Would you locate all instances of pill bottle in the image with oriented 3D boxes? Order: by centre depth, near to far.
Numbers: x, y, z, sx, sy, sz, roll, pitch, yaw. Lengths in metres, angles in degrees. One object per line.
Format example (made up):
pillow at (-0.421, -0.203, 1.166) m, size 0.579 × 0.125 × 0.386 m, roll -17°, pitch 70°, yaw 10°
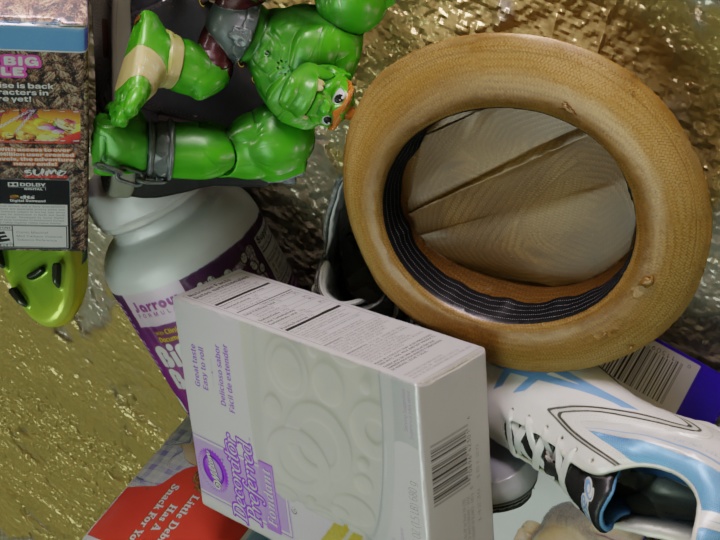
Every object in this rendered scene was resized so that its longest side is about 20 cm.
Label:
pill bottle at (-0.101, 0.013, 0.847) m, size 0.112 × 0.112 × 0.201 m, roll -7°, pitch 120°, yaw 43°

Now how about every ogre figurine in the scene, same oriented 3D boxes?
ogre figurine at (-0.055, -0.122, 0.671) m, size 0.119 × 0.201 × 0.098 m, roll 17°, pitch -170°, yaw -25°

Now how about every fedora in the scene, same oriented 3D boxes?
fedora at (0.088, -0.042, 0.655) m, size 0.199 × 0.082 × 0.202 m, roll 15°, pitch 125°, yaw 23°

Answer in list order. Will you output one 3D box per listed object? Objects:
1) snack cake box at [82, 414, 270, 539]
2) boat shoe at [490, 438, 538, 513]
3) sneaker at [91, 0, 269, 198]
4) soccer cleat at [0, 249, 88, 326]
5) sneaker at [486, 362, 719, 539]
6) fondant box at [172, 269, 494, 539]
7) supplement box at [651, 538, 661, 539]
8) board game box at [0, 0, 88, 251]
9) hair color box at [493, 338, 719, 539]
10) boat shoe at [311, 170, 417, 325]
snack cake box at (-0.085, 0.155, 0.900) m, size 0.114 × 0.200 × 0.068 m, roll 15°, pitch 136°, yaw 29°
boat shoe at (0.034, 0.133, 0.791) m, size 0.199 × 0.069 × 0.057 m, roll -6°, pitch 116°, yaw 46°
sneaker at (-0.098, -0.144, 0.743) m, size 0.075 × 0.105 × 0.202 m, roll -139°, pitch 50°, yaw -61°
soccer cleat at (-0.203, -0.051, 0.840) m, size 0.064 × 0.084 × 0.201 m, roll -33°, pitch 60°, yaw 22°
sneaker at (0.118, 0.092, 0.667) m, size 0.199 × 0.072 × 0.072 m, roll 21°, pitch 134°, yaw 42°
fondant box at (-0.018, 0.093, 0.727) m, size 0.199 × 0.058 × 0.146 m, roll 17°, pitch 120°, yaw 43°
supplement box at (0.213, 0.227, 0.754) m, size 0.130 × 0.104 × 0.200 m, roll 29°, pitch 160°, yaw 16°
board game box at (-0.227, -0.104, 0.688) m, size 0.158 × 0.098 × 0.200 m, roll 1°, pitch 148°, yaw -13°
hair color box at (0.139, 0.119, 0.790) m, size 0.109 × 0.065 × 0.201 m, roll 30°, pitch 142°, yaw 15°
boat shoe at (0.000, 0.000, 0.778) m, size 0.072 × 0.071 × 0.201 m, roll 31°, pitch 138°, yaw 29°
